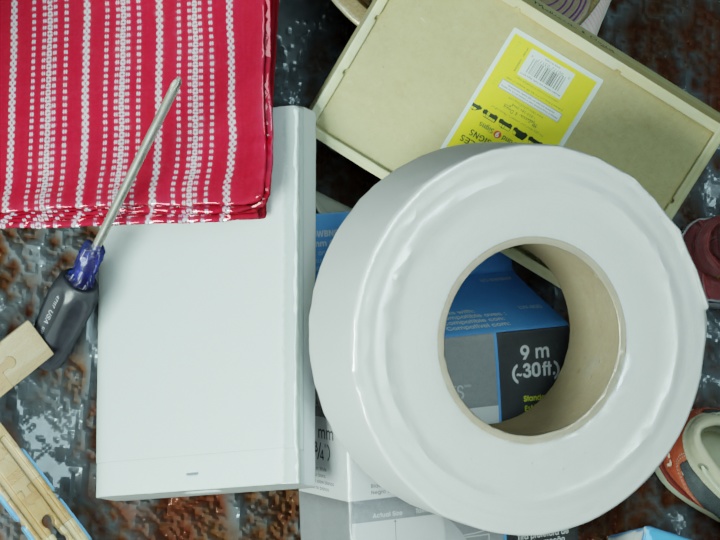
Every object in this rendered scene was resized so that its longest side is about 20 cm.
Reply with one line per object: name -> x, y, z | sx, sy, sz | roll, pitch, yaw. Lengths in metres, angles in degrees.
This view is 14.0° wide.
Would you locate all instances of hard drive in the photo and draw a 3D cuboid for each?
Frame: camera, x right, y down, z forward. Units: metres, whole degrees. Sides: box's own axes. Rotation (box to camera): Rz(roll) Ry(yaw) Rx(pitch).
hard drive -> -0.083, 0.019, 1.571 | 0.026, 0.131, 0.202 | 15, 71, -57

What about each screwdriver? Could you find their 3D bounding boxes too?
screwdriver -> -0.134, -0.027, 1.542 | 0.028, 0.201, 0.029 | 12, 32, -24

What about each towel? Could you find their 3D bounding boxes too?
towel -> -0.137, -0.095, 1.572 | 0.198, 0.022, 0.146 | -2, 77, 18

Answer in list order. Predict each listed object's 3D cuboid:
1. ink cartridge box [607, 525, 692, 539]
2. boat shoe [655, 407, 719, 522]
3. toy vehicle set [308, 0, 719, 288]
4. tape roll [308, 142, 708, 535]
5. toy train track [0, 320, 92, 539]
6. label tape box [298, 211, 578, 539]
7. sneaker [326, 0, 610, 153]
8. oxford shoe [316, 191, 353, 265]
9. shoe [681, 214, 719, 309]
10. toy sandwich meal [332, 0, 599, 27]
ink cartridge box -> 0.225, 0.228, 1.635 | 0.199, 0.068, 0.116 | 19, 75, -11
boat shoe -> 0.261, 0.136, 1.666 | 0.199, 0.063, 0.072 | 28, 71, -10
toy vehicle set -> 0.083, -0.079, 1.577 | 0.199, 0.027, 0.125 | 31, 107, -6
tape roll -> 0.077, 0.033, 1.518 | 0.201, 0.071, 0.204 | -1, 93, -20
toy train track -> -0.193, 0.106, 1.567 | 0.115, 0.033, 0.200 | -39, 98, -20
label tape box -> 0.040, 0.066, 1.585 | 0.143, 0.063, 0.202 | -5, 94, -28
sneaker -> 0.071, -0.120, 1.657 | 0.105, 0.075, 0.200 | 40, 68, 1
oxford shoe -> 0.000, 0.000, 1.626 | 0.199, 0.058, 0.076 | 24, 72, -11
shoe -> 0.284, -0.014, 1.686 | 0.199, 0.091, 0.072 | -2, 80, -15
toy sandwich meal -> 0.055, -0.211, 1.604 | 0.203, 0.070, 0.207 | 3, 70, -9
